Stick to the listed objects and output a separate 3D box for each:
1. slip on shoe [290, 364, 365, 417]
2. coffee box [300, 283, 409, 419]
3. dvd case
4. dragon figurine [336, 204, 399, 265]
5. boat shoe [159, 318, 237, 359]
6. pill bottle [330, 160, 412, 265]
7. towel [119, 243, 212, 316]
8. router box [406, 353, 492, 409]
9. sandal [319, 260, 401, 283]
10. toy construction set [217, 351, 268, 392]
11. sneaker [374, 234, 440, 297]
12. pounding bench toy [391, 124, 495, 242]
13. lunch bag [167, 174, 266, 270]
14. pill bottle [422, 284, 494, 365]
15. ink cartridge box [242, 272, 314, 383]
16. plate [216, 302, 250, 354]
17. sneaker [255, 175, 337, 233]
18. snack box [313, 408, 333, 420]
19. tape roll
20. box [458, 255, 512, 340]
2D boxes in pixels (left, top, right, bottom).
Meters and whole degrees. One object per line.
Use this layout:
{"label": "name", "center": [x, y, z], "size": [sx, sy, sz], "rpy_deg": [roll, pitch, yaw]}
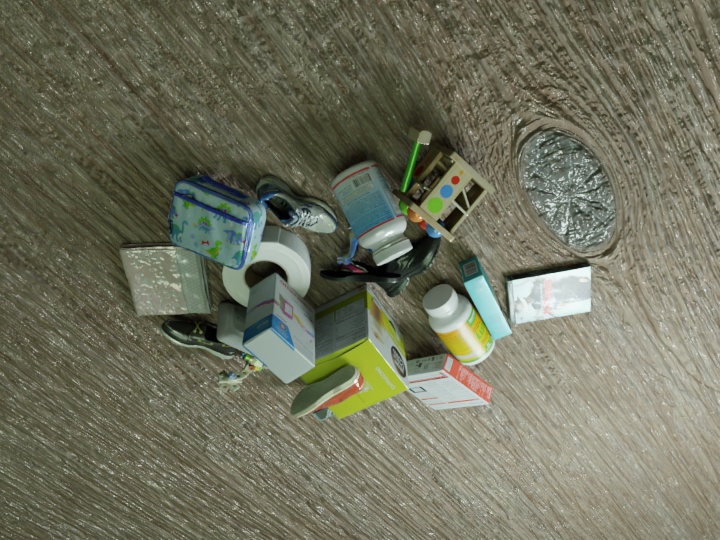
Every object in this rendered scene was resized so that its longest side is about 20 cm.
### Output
{"label": "slip on shoe", "center": [-0.075, 0.283, 1.475], "size": [0.200, 0.074, 0.061], "rpy_deg": [-31, 124, 17]}
{"label": "coffee box", "center": [-0.019, 0.197, 1.575], "size": [0.200, 0.198, 0.200], "rpy_deg": [-26, 123, 16]}
{"label": "dvd case", "center": [0.461, 0.059, 1.597], "size": [0.200, 0.022, 0.146], "rpy_deg": [-9, 126, 6]}
{"label": "dragon figurine", "center": [0.027, -0.083, 1.457], "size": [0.200, 0.059, 0.100], "rpy_deg": [-24, 124, 5]}
{"label": "boat shoe", "center": [-0.392, 0.157, 1.617], "size": [0.201, 0.072, 0.061], "rpy_deg": [23, 123, -26]}
{"label": "pill bottle", "center": [0.027, -0.117, 1.349], "size": [0.109, 0.109, 0.200], "rpy_deg": [-27, 85, 17]}
{"label": "towel", "center": [-0.455, 0.025, 1.543], "size": [0.191, 0.032, 0.200], "rpy_deg": [-1, 125, -1]}
{"label": "router box", "center": [0.206, 0.291, 1.687], "size": [0.179, 0.049, 0.200], "rpy_deg": [38, 146, -25]}
{"label": "sandal", "center": [0.000, 0.000, 1.493], "size": [0.200, 0.075, 0.045], "rpy_deg": [2, 103, 27]}
{"label": "toy construction set", "center": [-0.271, 0.228, 1.628], "size": [0.092, 0.131, 0.200], "rpy_deg": [35, 122, -24]}
{"label": "sneaker", "center": [0.103, -0.024, 1.500], "size": [0.091, 0.076, 0.200], "rpy_deg": [37, 114, -16]}
{"label": "pounding bench toy", "center": [0.135, -0.177, 1.327], "size": [0.200, 0.124, 0.156], "rpy_deg": [37, 98, -24]}
{"label": "lunch bag", "center": [-0.305, -0.106, 1.377], "size": [0.200, 0.082, 0.161], "rpy_deg": [25, 116, 12]}
{"label": "pill bottle", "center": [0.235, 0.129, 1.585], "size": [0.111, 0.111, 0.200], "rpy_deg": [-28, 122, 18]}
{"label": "ink cartridge box", "center": [-0.174, 0.122, 1.432], "size": [0.085, 0.200, 0.145], "rpy_deg": [-33, 121, 17]}
{"label": "plate", "center": [-0.242, 0.147, 1.542], "size": [0.200, 0.200, 0.032], "rpy_deg": [27, 104, -19]}
{"label": "sneaker", "center": [-0.140, -0.122, 1.411], "size": [0.200, 0.085, 0.077], "rpy_deg": [26, 121, -19]}
{"label": "snack box", "center": [-0.034, 0.299, 1.699], "size": [0.200, 0.116, 0.037], "rpy_deg": [-31, 121, 19]}
{"label": "tape roll", "center": [-0.214, -0.002, 1.505], "size": [0.202, 0.071, 0.203], "rpy_deg": [0, 126, 0]}
{"label": "box", "center": [0.299, 0.068, 1.561], "size": [0.049, 0.082, 0.200], "rpy_deg": [-24, 123, 14]}
